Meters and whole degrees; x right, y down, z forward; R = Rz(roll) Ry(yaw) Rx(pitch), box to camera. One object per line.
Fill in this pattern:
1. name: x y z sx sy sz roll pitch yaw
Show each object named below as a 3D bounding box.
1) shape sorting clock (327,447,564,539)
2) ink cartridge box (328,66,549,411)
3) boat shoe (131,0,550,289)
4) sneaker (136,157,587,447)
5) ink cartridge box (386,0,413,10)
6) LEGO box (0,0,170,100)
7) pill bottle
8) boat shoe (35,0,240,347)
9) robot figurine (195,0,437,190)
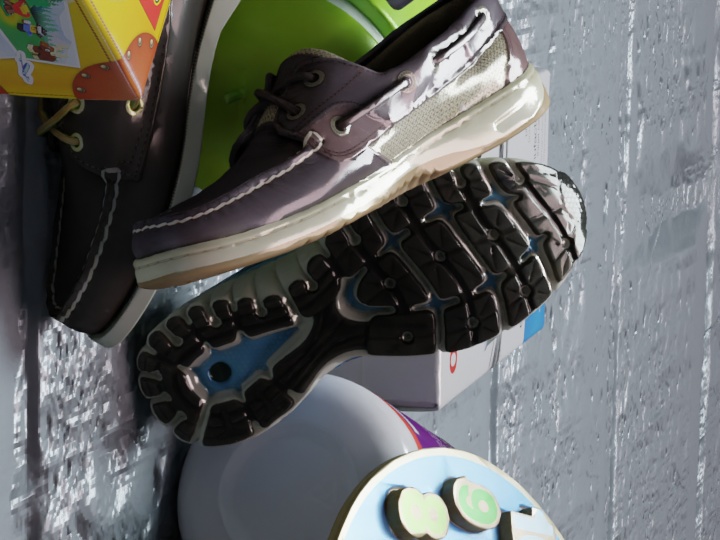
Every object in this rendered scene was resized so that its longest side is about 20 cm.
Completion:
1. shape sorting clock: 0.050 0.171 1.129 0.200 0.039 0.200 30 52 -47
2. ink cartridge box: 0.030 -0.022 1.369 0.200 0.086 0.147 -33 125 -69
3. boat shoe: -0.012 -0.052 1.022 0.200 0.072 0.065 -28 101 -34
4. sneaker: 0.000 0.000 1.148 0.090 0.200 0.078 -70 136 -72
5. ink cartridge box: -0.016 -0.208 1.085 0.200 0.042 0.119 49 32 -5
6. LEGO box: -0.118 -0.173 0.894 0.200 0.077 0.149 64 35 -57
7. pill bottle: -0.002 0.118 1.255 0.200 0.112 0.113 37 59 -68
8. boat shoe: -0.092 -0.073 1.029 0.061 0.072 0.201 14 93 -29
9. robot figurine: -0.022 -0.105 1.140 0.200 0.116 0.176 -67 159 -43
